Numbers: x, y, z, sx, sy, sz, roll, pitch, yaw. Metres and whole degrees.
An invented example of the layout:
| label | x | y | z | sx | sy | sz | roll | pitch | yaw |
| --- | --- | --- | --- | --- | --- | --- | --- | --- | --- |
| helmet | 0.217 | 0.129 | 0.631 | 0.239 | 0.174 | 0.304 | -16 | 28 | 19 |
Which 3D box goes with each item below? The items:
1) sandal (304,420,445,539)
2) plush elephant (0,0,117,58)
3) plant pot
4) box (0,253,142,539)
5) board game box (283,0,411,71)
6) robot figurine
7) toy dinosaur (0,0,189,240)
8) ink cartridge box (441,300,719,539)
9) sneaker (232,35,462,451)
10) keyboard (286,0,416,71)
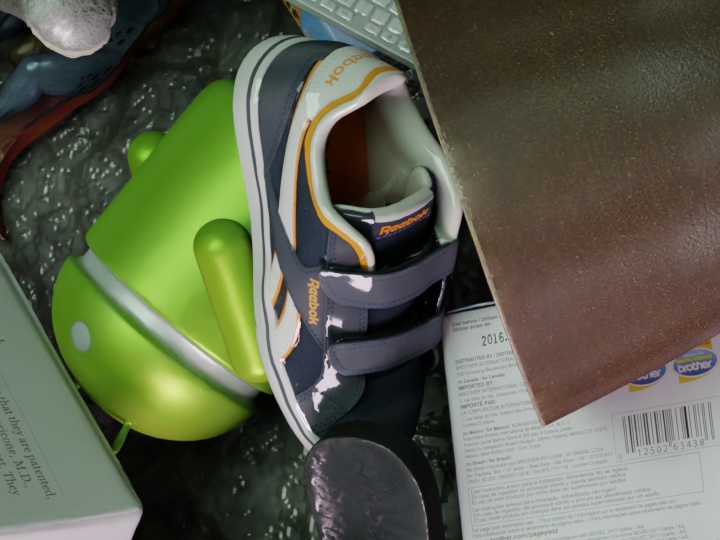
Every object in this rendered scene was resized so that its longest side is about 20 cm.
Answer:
| label | x | y | z | sx | sy | sz | roll | pitch | yaw |
| --- | --- | --- | --- | --- | --- | --- | --- | --- | --- |
| sandal | 0.012 | 0.162 | 1.238 | 0.075 | 0.048 | 0.201 | -3 | 117 | 32 |
| plush elephant | -0.219 | -0.148 | 1.288 | 0.155 | 0.165 | 0.200 | -42 | 23 | 13 |
| plant pot | 0.135 | -0.059 | 1.131 | 0.199 | 0.187 | 0.188 | -20 | 73 | 4 |
| box | -0.220 | 0.119 | 1.310 | 0.200 | 0.130 | 0.199 | 55 | 135 | 38 |
| board game box | 0.010 | -0.191 | 1.305 | 0.151 | 0.037 | 0.200 | -24 | 68 | -18 |
| robot figurine | -0.061 | -0.007 | 1.307 | 0.200 | 0.116 | 0.175 | -50 | 26 | 3 |
| toy dinosaur | -0.126 | -0.136 | 1.408 | 0.181 | 0.200 | 0.105 | -15 | 48 | -5 |
| ink cartridge box | 0.115 | 0.076 | 1.233 | 0.136 | 0.076 | 0.201 | -11 | 79 | 24 |
| sneaker | 0.000 | 0.000 | 1.211 | 0.079 | 0.078 | 0.201 | 11 | 121 | 47 |
| keyboard | -0.026 | -0.145 | 1.251 | 0.199 | 0.011 | 0.056 | 29 | 65 | 10 |
